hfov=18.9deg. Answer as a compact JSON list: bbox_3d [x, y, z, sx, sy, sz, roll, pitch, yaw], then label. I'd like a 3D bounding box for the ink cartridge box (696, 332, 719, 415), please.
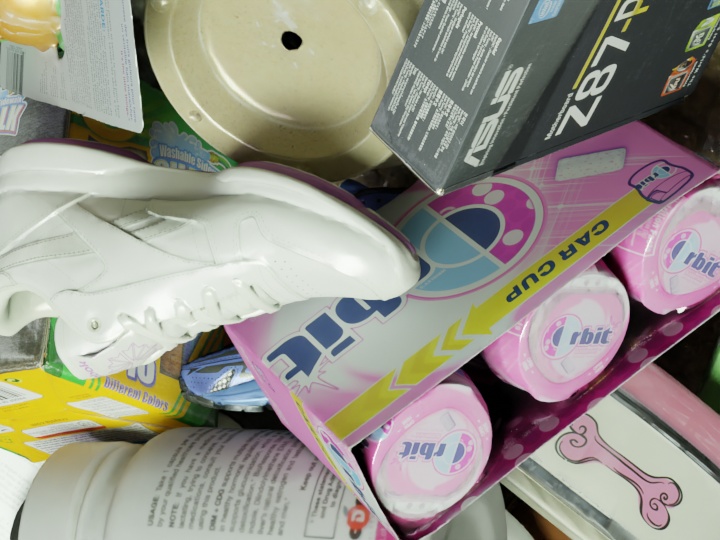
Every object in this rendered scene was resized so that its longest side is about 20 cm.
[{"bbox_3d":[0.244,-0.005,0.907,0.145,0.084,0.200,23,133,8],"label":"ink cartridge box"}]

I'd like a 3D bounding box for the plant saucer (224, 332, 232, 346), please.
[{"bbox_3d":[-0.027,0.079,1.117,0.200,0.037,0.200,4,119,7],"label":"plant saucer"}]

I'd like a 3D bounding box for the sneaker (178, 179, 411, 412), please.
[{"bbox_3d":[0.000,0.000,0.999,0.079,0.200,0.075,59,171,-3],"label":"sneaker"}]

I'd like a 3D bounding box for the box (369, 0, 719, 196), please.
[{"bbox_3d":[0.101,-0.133,0.811,0.049,0.161,0.200,46,133,25],"label":"box"}]

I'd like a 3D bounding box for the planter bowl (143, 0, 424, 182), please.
[{"bbox_3d":[-0.011,-0.121,0.905,0.200,0.135,0.200,14,132,17],"label":"planter bowl"}]

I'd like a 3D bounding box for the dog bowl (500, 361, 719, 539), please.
[{"bbox_3d":[0.112,0.084,0.991,0.200,0.074,0.200,38,176,3],"label":"dog bowl"}]

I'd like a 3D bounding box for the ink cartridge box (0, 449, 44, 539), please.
[{"bbox_3d":[-0.179,0.083,1.164,0.162,0.200,0.057,39,176,-14],"label":"ink cartridge box"}]

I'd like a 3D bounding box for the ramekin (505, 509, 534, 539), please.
[{"bbox_3d":[0.002,0.203,1.090,0.200,0.098,0.201,6,114,13],"label":"ramekin"}]

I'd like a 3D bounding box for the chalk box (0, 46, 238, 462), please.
[{"bbox_3d":[-0.143,-0.024,1.036,0.124,0.200,0.124,-10,155,35],"label":"chalk box"}]

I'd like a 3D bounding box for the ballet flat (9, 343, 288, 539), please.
[{"bbox_3d":[-0.101,0.109,1.086,0.200,0.068,0.068,-39,107,25],"label":"ballet flat"}]

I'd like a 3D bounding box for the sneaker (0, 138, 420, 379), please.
[{"bbox_3d":[-0.069,0.004,0.890,0.200,0.100,0.075,7,165,28],"label":"sneaker"}]

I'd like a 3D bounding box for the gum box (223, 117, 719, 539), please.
[{"bbox_3d":[0.058,0.010,0.903,0.113,0.200,0.066,40,163,52],"label":"gum box"}]

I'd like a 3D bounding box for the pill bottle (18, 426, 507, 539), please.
[{"bbox_3d":[-0.044,0.128,0.968,0.200,0.113,0.113,1,127,24],"label":"pill bottle"}]

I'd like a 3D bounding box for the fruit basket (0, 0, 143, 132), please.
[{"bbox_3d":[-0.123,-0.159,0.893,0.200,0.094,0.186,16,113,59],"label":"fruit basket"}]

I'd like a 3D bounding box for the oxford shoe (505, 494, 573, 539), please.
[{"bbox_3d":[0.084,0.167,1.140,0.071,0.071,0.200,41,131,-7],"label":"oxford shoe"}]
